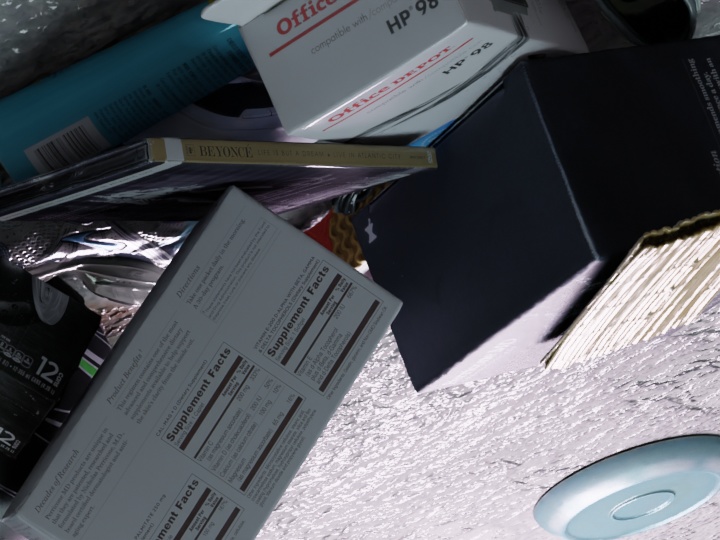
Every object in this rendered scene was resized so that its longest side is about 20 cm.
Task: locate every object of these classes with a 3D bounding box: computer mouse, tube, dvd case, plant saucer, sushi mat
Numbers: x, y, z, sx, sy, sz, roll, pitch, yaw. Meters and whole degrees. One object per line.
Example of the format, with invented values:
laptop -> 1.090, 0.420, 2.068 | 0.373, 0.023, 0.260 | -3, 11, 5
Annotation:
computer mouse -> -0.052, -0.071, 1.273 | 0.199, 0.044, 0.110 | 2, 150, -37
tube -> -0.098, -0.106, 1.171 | 0.199, 0.051, 0.077 | -26, 170, 6
dvd case -> -0.080, -0.046, 1.175 | 0.199, 0.016, 0.148 | -2, 172, -45
plant saucer -> 0.259, 0.209, 2.095 | 0.199, 0.028, 0.200 | -15, 156, -7
sushi mat -> 0.159, 0.006, 1.173 | 0.095, 0.012, 0.200 | -19, 164, -16

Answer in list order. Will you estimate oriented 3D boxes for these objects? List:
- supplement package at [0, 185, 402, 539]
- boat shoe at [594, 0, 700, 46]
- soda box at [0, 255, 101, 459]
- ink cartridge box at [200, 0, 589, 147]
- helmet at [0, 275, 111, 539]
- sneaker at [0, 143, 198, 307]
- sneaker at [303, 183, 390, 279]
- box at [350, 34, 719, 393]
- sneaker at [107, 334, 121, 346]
supplement package -> -0.088, 0.077, 1.192 | 0.201, 0.111, 0.156 | -57, -174, -13
boat shoe -> 0.141, -0.174, 1.163 | 0.072, 0.062, 0.200 | -22, 156, 7
soda box -> -0.240, 0.010, 1.164 | 0.199, 0.064, 0.071 | 32, 140, -9
ink cartridge box -> 0.021, -0.118, 1.144 | 0.115, 0.067, 0.200 | -30, 166, 24
helmet -> -0.230, 0.084, 1.327 | 0.199, 0.201, 0.191 | -26, 137, 19
sneaker -> -0.163, -0.040, 1.253 | 0.199, 0.078, 0.086 | 6, 132, -50
sneaker -> 0.000, 0.000, 1.421 | 0.090, 0.075, 0.200 | 16, 141, -43
box -> 0.135, -0.033, 1.257 | 0.199, 0.118, 0.197 | -10, 162, -33
sneaker -> -0.136, 0.090, 1.476 | 0.198, 0.077, 0.111 | -5, 158, 20
